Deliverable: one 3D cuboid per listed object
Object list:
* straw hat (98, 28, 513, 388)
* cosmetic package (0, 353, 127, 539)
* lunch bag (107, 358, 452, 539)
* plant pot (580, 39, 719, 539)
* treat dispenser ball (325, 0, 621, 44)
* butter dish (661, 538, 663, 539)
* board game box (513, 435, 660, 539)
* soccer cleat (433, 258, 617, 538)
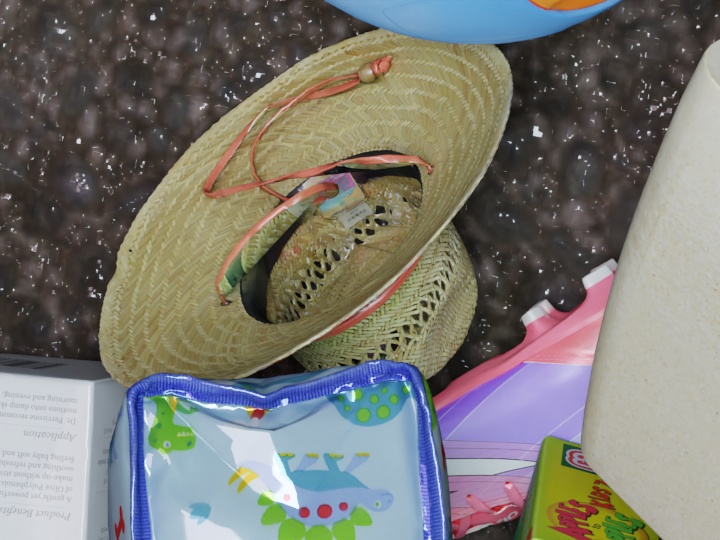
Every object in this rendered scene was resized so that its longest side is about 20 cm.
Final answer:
[{"bbox_3d":[0.000,0.000,1.131,0.201,0.201,0.085,-30,119,15],"label":"straw hat"},{"bbox_3d":[-0.144,0.136,1.194,0.107,0.085,0.201,6,94,17],"label":"cosmetic package"},{"bbox_3d":[-0.021,0.139,1.025,0.127,0.170,0.201,-2,81,-2],"label":"lunch bag"},{"bbox_3d":[0.187,0.025,0.951,0.200,0.200,0.177,44,133,13],"label":"plant pot"},{"bbox_3d":[0.041,-0.182,1.069,0.200,0.201,0.201,0,91,17],"label":"treat dispenser ball"},{"bbox_3d":[0.169,0.200,1.025,0.148,0.200,0.200,29,101,43],"label":"butter dish"},{"bbox_3d":[0.061,0.174,1.098,0.048,0.102,0.200,15,108,1],"label":"board game box"},{"bbox_3d":[0.044,0.074,1.147,0.200,0.067,0.077,-35,86,12],"label":"soccer cleat"}]
